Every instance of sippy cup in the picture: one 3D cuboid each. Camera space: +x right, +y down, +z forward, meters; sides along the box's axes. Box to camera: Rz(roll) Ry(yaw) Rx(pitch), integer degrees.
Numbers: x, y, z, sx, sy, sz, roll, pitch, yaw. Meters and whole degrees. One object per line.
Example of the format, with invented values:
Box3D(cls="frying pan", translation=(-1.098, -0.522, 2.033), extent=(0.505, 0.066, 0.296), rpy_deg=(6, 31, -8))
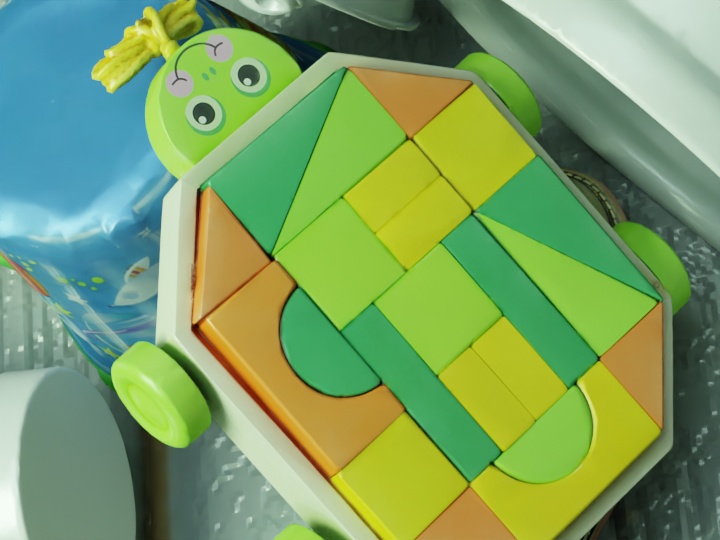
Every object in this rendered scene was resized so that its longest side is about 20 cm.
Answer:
Box3D(cls="sippy cup", translation=(-0.066, -0.033, 0.916), extent=(0.178, 0.130, 0.140), rpy_deg=(-36, 63, 8))

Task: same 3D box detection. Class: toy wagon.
Box3D(cls="toy wagon", translation=(0.000, 0.000, 0.823), extent=(0.155, 0.040, 0.200), rpy_deg=(-41, 91, -23))

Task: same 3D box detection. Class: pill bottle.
Box3D(cls="pill bottle", translation=(-0.181, 0.087, 0.935), extent=(0.199, 0.112, 0.113), rpy_deg=(-9, 69, 21))

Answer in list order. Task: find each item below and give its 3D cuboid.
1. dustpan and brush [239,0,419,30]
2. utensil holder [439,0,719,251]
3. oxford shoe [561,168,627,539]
Box3D(cls="dustpan and brush", translation=(-0.033, -0.099, 0.834), extent=(0.139, 0.200, 0.057), rpy_deg=(22, 87, -12))
Box3D(cls="utensil holder", translation=(0.142, -0.115, 0.834), extent=(0.170, 0.170, 0.200), rpy_deg=(40, 90, 29))
Box3D(cls="oxford shoe", translation=(0.042, 0.058, 0.870), extent=(0.071, 0.074, 0.201), rpy_deg=(4, 74, 24))
